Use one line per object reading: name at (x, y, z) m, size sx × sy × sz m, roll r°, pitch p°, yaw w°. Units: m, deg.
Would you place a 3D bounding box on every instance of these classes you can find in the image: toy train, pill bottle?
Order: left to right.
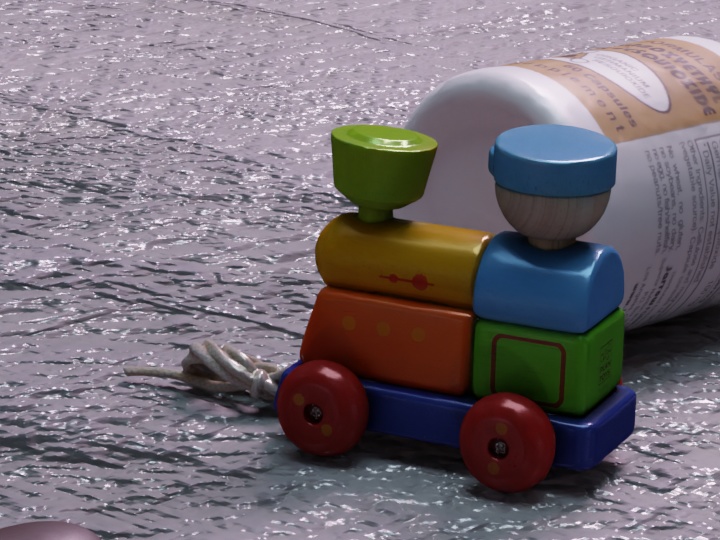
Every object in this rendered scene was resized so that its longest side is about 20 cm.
toy train at (0.000, 0.000, 0.924) m, size 0.199 × 0.117 × 0.085 m, roll 9°, pitch 17°, yaw 24°
pill bottle at (0.117, -0.037, 1.073) m, size 0.114 × 0.115 × 0.199 m, roll 17°, pitch 21°, yaw 42°

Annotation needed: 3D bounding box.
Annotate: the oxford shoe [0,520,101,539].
oxford shoe at (-0.131, 0.090, 0.669) m, size 0.071 × 0.073 × 0.200 m, roll 12°, pitch 18°, yaw 33°
